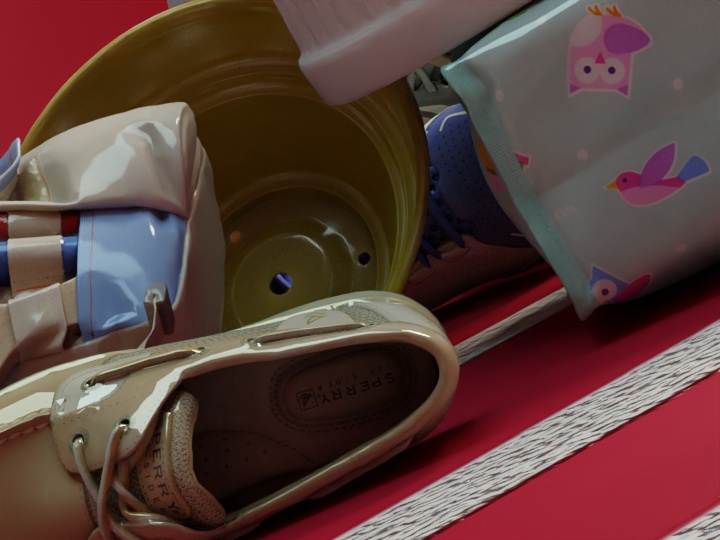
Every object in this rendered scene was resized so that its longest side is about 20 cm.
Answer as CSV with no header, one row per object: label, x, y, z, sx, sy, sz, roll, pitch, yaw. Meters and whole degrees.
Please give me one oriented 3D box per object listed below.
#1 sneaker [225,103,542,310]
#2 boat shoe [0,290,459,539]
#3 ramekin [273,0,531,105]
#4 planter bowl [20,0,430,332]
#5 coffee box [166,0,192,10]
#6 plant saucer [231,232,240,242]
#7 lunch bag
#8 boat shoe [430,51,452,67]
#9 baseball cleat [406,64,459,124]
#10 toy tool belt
sneaker,-0.001,0.000,1.221,0.199,0.081,0.115,-30,3,42
boat shoe,-0.063,0.058,0.865,0.199,0.072,0.065,-19,3,-1
ramekin,0.041,-0.159,1.020,0.200,0.105,0.200,-33,9,6
planter bowl,-0.048,-0.007,1.141,0.200,0.201,0.083,-23,-29,15
coffee box,0.032,-0.137,1.541,0.197,0.201,0.199,-9,-6,-39
plant saucer,-0.094,0.010,1.311,0.200,0.037,0.200,-45,-7,-7
lunch bag,0.123,-0.069,1.013,0.170,0.122,0.200,-30,-1,5
boat shoe,0.022,-0.137,1.151,0.201,0.072,0.060,18,-36,-27
baseball cleat,0.002,-0.083,1.247,0.199,0.070,0.106,-11,14,24
toy tool belt,-0.117,0.025,1.015,0.122,0.125,0.200,-6,38,7
